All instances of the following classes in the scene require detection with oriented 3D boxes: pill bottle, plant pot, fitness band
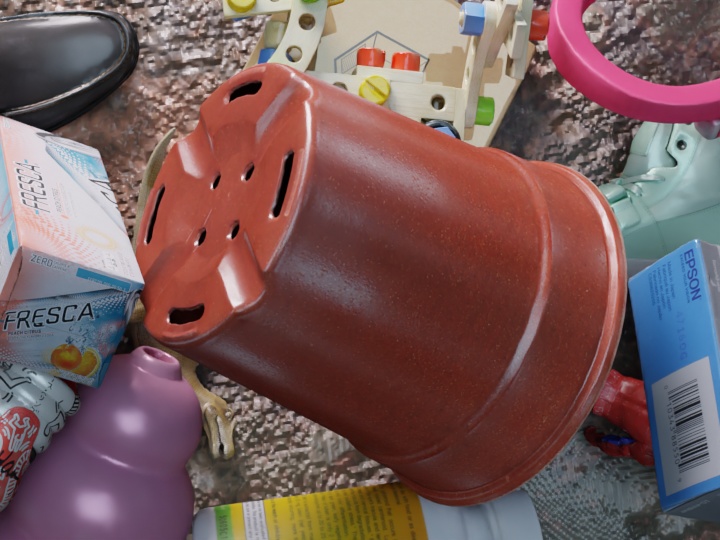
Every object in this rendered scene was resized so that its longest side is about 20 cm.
[{"bbox_3d":[0.005,0.183,0.819,0.198,0.111,0.112,-7,87,-6],"label":"pill bottle"},{"bbox_3d":[0.000,0.000,0.731,0.194,0.200,0.203,24,84,-34],"label":"plant pot"},{"bbox_3d":[0.208,-0.157,0.861,0.199,0.038,0.144,-31,62,-23],"label":"fitness band"}]

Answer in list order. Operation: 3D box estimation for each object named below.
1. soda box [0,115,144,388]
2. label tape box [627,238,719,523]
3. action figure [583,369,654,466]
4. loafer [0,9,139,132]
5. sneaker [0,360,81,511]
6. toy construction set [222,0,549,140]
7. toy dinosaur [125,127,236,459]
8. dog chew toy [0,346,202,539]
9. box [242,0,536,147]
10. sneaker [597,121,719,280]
[{"bbox_3d":[-0.172,-0.016,0.765,0.068,0.200,0.064,19,108,-25],"label":"soda box"},{"bbox_3d":[0.256,0.077,0.812,0.198,0.066,0.145,13,58,-28],"label":"label tape box"},{"bbox_3d":[0.138,0.069,0.870,0.199,0.099,0.066,27,87,19],"label":"action figure"},{"bbox_3d":[-0.229,-0.113,0.836,0.198,0.072,0.073,-21,87,-7],"label":"loafer"},{"bbox_3d":[-0.216,0.078,0.775,0.067,0.201,0.108,43,75,-23],"label":"sneaker"},{"bbox_3d":[0.012,-0.127,0.834,0.198,0.092,0.133,3,85,6],"label":"toy construction set"},{"bbox_3d":[-0.133,0.023,0.855,0.100,0.058,0.202,-16,96,-21],"label":"toy dinosaur"},{"bbox_3d":[-0.150,0.139,0.790,0.124,0.125,0.202,23,98,-3],"label":"dog chew toy"},{"bbox_3d":[-0.001,-0.090,0.881,0.162,0.021,0.201,28,84,-3],"label":"box"},{"bbox_3d":[0.154,-0.053,0.865,0.198,0.074,0.120,0,93,-15],"label":"sneaker"}]
